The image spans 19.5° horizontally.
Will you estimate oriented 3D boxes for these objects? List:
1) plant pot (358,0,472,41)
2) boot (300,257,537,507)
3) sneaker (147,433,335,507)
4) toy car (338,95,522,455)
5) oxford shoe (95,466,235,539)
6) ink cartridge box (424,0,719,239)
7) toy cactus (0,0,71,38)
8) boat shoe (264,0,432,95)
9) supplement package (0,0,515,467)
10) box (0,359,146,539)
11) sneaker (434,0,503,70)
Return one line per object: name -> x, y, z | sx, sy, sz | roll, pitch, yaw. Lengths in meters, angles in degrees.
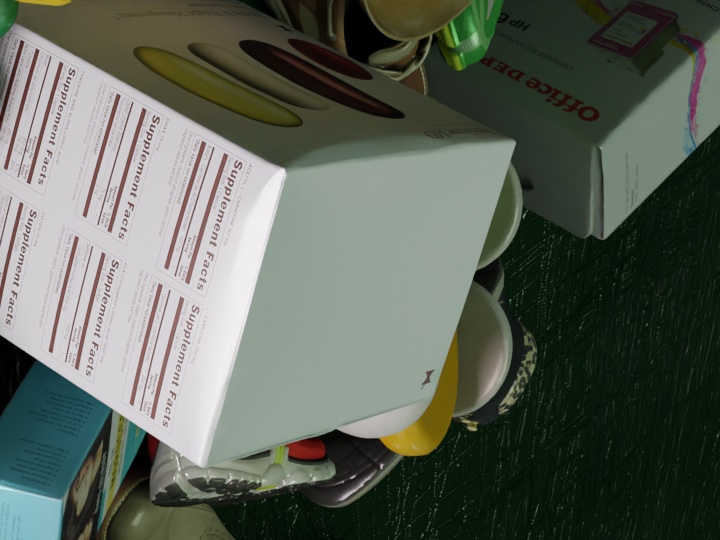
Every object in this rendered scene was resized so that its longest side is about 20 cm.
plant pot -> 0.046, -0.216, 1.068 | 0.200, 0.027, 0.201 | -47, 152, -34
boot -> 0.046, 0.091, 1.426 | 0.204, 0.073, 0.154 | -55, 153, -8
sneaker -> -0.070, 0.093, 1.249 | 0.200, 0.076, 0.086 | 21, 59, -73
toy car -> 0.000, 0.000, 1.185 | 0.175, 0.149, 0.202 | -2, 97, -65
oxford shoe -> -0.096, 0.179, 1.272 | 0.071, 0.074, 0.200 | -54, 149, -10
ink cartridge box -> 0.152, -0.131, 1.327 | 0.200, 0.144, 0.085 | -43, 146, -29
toy cactus -> -0.190, -0.087, 0.898 | 0.201, 0.102, 0.166 | -54, 158, -28
boat shoe -> 0.002, -0.130, 1.167 | 0.076, 0.071, 0.200 | -56, 150, -9
supplement package -> -0.071, -0.031, 1.010 | 0.191, 0.199, 0.148 | -12, 125, -54
box -> -0.146, 0.086, 1.052 | 0.200, 0.049, 0.083 | -70, 172, -60
sneaker -> 0.091, -0.200, 1.196 | 0.201, 0.083, 0.074 | -66, 151, -30
